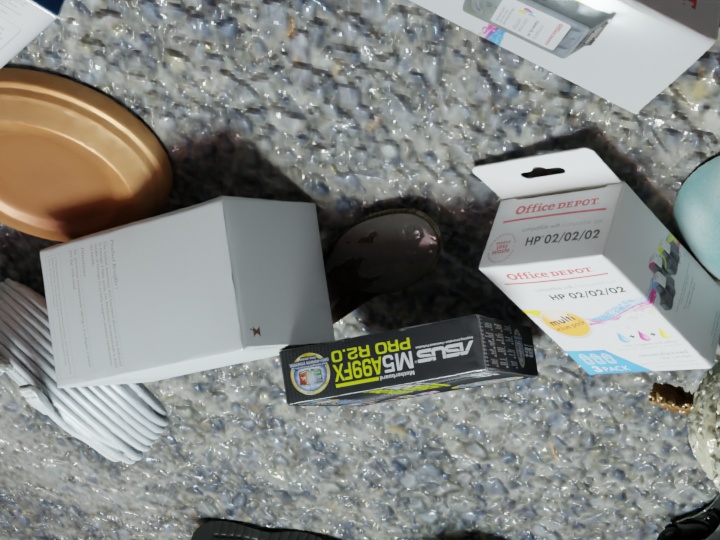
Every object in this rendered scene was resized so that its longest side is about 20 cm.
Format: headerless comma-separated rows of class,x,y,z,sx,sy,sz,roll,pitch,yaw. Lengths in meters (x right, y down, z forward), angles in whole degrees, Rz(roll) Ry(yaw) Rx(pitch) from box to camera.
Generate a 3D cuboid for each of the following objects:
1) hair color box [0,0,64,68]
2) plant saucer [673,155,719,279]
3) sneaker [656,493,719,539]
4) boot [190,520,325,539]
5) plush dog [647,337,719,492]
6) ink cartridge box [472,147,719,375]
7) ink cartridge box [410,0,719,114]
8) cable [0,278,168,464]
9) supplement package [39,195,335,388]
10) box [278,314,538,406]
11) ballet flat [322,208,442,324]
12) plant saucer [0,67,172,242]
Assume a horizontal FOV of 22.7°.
hair color box,-0.290,-0.181,1.248,0.100,0.061,0.200,32,143,-25
plant saucer,0.322,-0.018,1.281,0.200,0.039,0.201,11,147,7
sneaker,0.314,0.278,1.723,0.104,0.060,0.200,30,139,-25
boot,-0.079,0.341,1.966,0.199,0.078,0.139,18,154,18
plush dog,0.304,0.106,1.326,0.160,0.201,0.172,26,168,4
ink cartridge box,0.170,-0.002,1.326,0.115,0.068,0.200,-7,142,42
ink cartridge box,0.100,-0.201,0.987,0.199,0.148,0.086,23,148,-15
cable,-0.255,0.085,1.558,0.200,0.069,0.200,45,174,-40
supplement package,-0.137,0.020,1.408,0.199,0.118,0.117,-12,172,36
box,0.043,0.074,1.412,0.159,0.044,0.200,-10,173,15
ballet flat,0.000,0.000,1.436,0.067,0.046,0.200,52,134,-1
plant saucer,-0.248,-0.081,1.408,0.199,0.038,0.200,10,147,6
